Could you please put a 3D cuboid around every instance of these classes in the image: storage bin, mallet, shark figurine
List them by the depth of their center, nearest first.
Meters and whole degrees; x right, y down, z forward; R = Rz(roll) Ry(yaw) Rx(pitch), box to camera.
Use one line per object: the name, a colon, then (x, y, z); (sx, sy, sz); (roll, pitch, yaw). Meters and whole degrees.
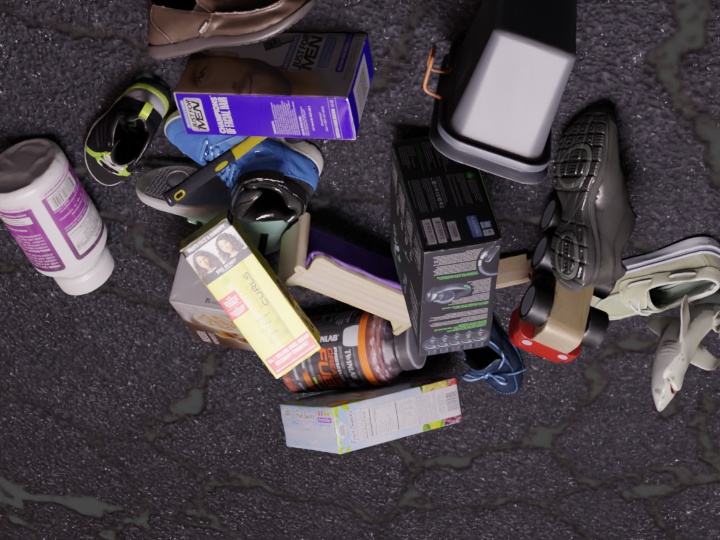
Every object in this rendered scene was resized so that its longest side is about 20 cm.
storage bin: (0.143, -0.210, 1.166); (0.143, 0.201, 0.136); (18, 130, -4)
mallet: (-0.143, -0.144, 1.346); (0.041, 0.198, 0.067); (34, 149, 48)
shark figurine: (0.400, 0.071, 1.444); (0.089, 0.213, 0.130); (8, 112, 47)

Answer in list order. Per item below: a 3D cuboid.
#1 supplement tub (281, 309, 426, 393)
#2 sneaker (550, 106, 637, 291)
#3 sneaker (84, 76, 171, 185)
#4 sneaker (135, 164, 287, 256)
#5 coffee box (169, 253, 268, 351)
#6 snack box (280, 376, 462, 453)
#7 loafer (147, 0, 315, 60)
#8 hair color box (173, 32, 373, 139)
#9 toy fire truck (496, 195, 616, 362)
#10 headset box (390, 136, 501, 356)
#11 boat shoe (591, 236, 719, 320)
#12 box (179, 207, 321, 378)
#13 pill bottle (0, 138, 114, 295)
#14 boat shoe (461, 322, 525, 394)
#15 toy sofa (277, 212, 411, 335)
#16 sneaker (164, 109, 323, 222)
supplement tub: (-0.010, 0.109, 1.635); (0.197, 0.108, 0.108); (-9, 135, 26)
sneaker: (0.264, -0.079, 1.316); (0.089, 0.204, 0.076); (-1, -168, -30)
sneaker: (-0.295, -0.156, 1.439); (0.071, 0.084, 0.200); (27, 139, -14)
sneaker: (-0.187, -0.065, 1.508); (0.197, 0.075, 0.119); (8, 141, -2)
coffee box: (-0.174, 0.042, 1.577); (0.112, 0.081, 0.200); (10, 163, 6)
snack box: (0.013, 0.195, 1.634); (0.197, 0.069, 0.168); (-12, -178, -30)
loafer: (-0.145, -0.277, 1.258); (0.197, 0.073, 0.072); (-10, 113, 15)
hair color box: (-0.093, -0.204, 1.299); (0.196, 0.110, 0.065); (2, 139, 14)
toy fire truck: (0.209, 0.023, 1.429); (0.127, 0.178, 0.200); (21, 155, -8)
headset box: (0.094, -0.024, 1.382); (0.091, 0.176, 0.202); (-8, 139, -7)
boat shoe: (0.353, 0.021, 1.454); (0.072, 0.063, 0.199); (37, 135, -24)
box: (-0.131, 0.029, 1.431); (0.075, 0.050, 0.201); (-32, 108, 6)
pill bottle: (-0.401, -0.065, 1.555); (0.110, 0.113, 0.202); (-2, 137, 19)
boat shoe: (0.160, 0.113, 1.615); (0.083, 0.069, 0.200); (-15, 131, 31)
toy sofa: (0.000, 0.000, 1.496); (0.198, 0.084, 0.097); (22, 144, -26)
sneaker: (-0.149, -0.120, 1.411); (0.197, 0.112, 0.077); (19, 141, -5)
